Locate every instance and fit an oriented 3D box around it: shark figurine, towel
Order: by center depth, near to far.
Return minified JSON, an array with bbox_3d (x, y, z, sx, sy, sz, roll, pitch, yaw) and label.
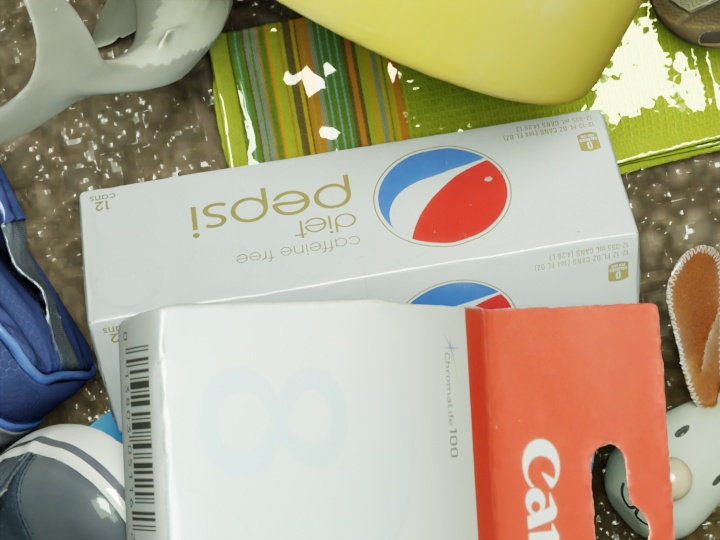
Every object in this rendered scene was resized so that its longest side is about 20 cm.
[{"bbox_3d":[-0.086,-0.101,0.776,0.128,0.216,0.089,35,131,-26],"label":"shark figurine"},{"bbox_3d":[0.043,-0.069,0.812,0.198,0.018,0.087,-12,89,0],"label":"towel"}]

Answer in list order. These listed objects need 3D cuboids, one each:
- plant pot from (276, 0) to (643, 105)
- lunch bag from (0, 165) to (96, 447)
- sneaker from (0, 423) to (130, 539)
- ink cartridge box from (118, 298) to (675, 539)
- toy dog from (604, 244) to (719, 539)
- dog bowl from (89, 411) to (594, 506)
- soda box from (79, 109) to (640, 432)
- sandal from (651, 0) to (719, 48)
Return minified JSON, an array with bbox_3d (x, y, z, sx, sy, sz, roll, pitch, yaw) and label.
[{"bbox_3d":[0.037,-0.187,0.698,0.200,0.201,0.190,31,111,2],"label":"plant pot"},{"bbox_3d":[-0.190,-0.013,0.755,0.132,0.136,0.201,-33,87,0],"label":"lunch bag"},{"bbox_3d":[-0.131,0.116,0.716,0.079,0.200,0.079,52,53,-4],"label":"sneaker"},{"bbox_3d":[0.025,0.090,0.664,0.198,0.047,0.162,-2,85,-23],"label":"ink cartridge box"},{"bbox_3d":[0.177,0.022,0.765,0.131,0.096,0.201,25,88,8],"label":"toy dog"},{"bbox_3d":[-0.008,0.079,0.763,0.198,0.112,0.050,-9,115,-3],"label":"dog bowl"},{"bbox_3d":[0.000,0.000,0.771,0.198,0.064,0.069,-10,47,-1],"label":"soda box"},{"bbox_3d":[0.209,-0.118,0.793,0.198,0.082,0.055,-21,124,-10],"label":"sandal"}]
